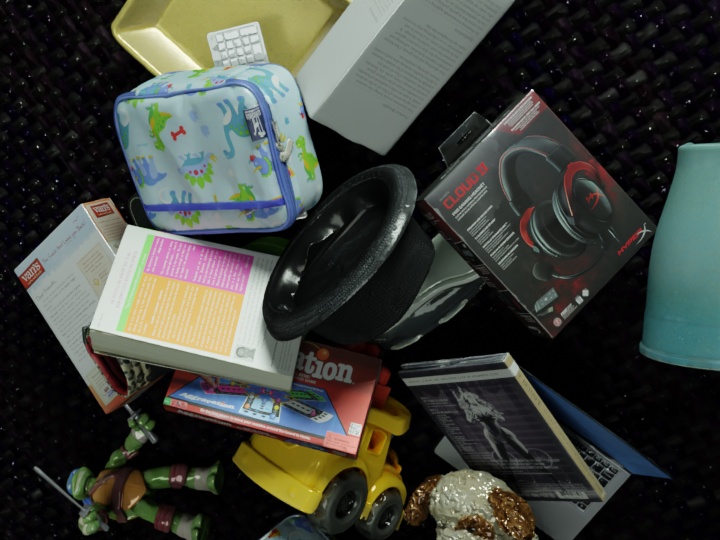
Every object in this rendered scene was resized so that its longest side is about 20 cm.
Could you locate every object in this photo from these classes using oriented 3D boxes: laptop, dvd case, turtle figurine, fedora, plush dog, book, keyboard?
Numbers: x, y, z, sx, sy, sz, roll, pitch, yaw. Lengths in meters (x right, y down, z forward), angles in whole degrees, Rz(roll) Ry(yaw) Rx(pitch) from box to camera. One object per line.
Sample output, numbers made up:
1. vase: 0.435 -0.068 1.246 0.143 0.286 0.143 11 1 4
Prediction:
1. laptop: 0.191 0.200 1.115 0.186 0.116 0.201 35 116 2
2. dvd case: 0.144 0.165 1.094 0.148 0.016 0.201 -11 124 47
3. turtle figurine: -0.268 0.243 1.255 0.191 0.144 0.203 10 116 9
4. fedora: 0.000 0.000 1.009 0.200 0.202 0.091 -37 120 25
5. plush dog: 0.136 0.288 1.135 0.198 0.160 0.174 -4 116 41
6. book: -0.151 0.033 1.058 0.197 0.135 0.048 12 147 -1
7. keyboard: -0.103 -0.145 1.080 0.055 0.011 0.203 -8 108 19

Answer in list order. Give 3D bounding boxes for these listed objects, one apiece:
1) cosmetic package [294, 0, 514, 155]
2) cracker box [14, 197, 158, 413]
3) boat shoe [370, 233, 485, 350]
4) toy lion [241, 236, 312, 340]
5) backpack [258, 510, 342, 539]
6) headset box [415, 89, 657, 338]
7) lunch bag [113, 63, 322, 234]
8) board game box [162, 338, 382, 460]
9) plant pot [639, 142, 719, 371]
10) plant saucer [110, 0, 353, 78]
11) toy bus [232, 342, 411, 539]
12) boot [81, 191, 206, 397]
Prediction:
1. cosmetic package: 0.038 -0.217 1.006 0.101 0.072 0.200 22 122 -37
2. cracker box: -0.285 0.039 1.210 0.133 0.058 0.201 -36 85 27
3. boat shoe: 0.086 0.012 1.108 0.198 0.076 0.060 -30 138 15
4. toy lion: -0.123 0.049 1.189 0.190 0.069 0.202 30 115 13
5. backpack: -0.074 0.368 1.111 0.183 0.200 0.148 39 161 31
6. headset box: 0.157 -0.059 1.019 0.149 0.075 0.200 -43 94 -4
7. lunch bag: -0.139 -0.114 1.053 0.197 0.082 0.163 2 118 32
8. board game box: -0.085 0.113 1.059 0.197 0.104 0.020 13 152 8
9. plant pot: 0.349 -0.020 0.954 0.197 0.200 0.191 0 95 17
10. plant saucer: -0.122 -0.253 1.076 0.200 0.048 0.200 42 116 -2
11. toy bus: -0.012 0.173 1.154 0.135 0.199 0.194 23 86 38
12. boot: -0.226 0.019 1.116 0.205 0.153 0.073 60 142 5
